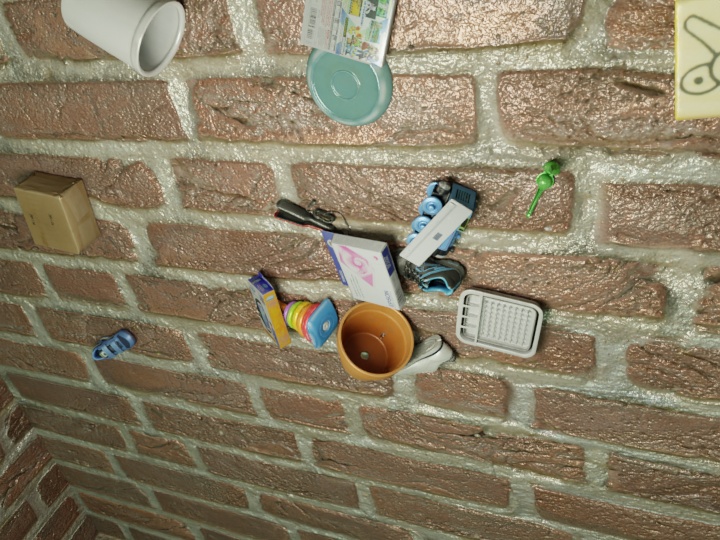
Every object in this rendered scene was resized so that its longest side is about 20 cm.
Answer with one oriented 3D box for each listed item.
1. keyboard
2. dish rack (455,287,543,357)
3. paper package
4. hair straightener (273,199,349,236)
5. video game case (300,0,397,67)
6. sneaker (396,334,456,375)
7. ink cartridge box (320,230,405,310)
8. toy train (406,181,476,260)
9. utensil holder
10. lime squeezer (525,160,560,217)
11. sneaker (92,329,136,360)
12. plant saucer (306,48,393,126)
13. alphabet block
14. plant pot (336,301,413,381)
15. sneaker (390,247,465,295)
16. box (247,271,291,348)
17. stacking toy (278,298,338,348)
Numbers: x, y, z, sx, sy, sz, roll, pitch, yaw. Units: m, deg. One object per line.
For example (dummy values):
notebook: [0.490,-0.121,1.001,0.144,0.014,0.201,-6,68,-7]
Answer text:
keyboard: [0.161,-0.079,1.462,0.056,0.011,0.200,24,134,-20]
dish rack: [0.334,0.118,1.616,0.197,0.044,0.174,13,129,17]
paper package: [-0.879,-0.170,1.956,0.188,0.104,0.202,12,131,20]
hair straightener: [-0.116,-0.131,1.645,0.198,0.041,0.078,23,133,8]
video game case: [-0.020,-0.514,1.292,0.180,0.022,0.202,20,123,11]
sneaker: [0.160,0.244,1.786,0.080,0.077,0.199,41,135,-22]
ink cartridge box: [0.000,0.000,1.644,0.198,0.043,0.198,11,141,33]
toy train: [0.177,-0.106,1.491,0.113,0.087,0.201,22,132,1]
utensil holder: [-0.504,-0.540,1.433,0.198,0.171,0.171,31,133,3]
lime squeezer: [0.375,-0.175,1.353,0.037,0.072,0.200,7,161,0]
sneaker: [-0.839,0.260,2.289,0.198,0.083,0.074,-22,113,35]
plant saucer: [-0.029,-0.391,1.407,0.197,0.028,0.202,13,130,16]
alphabet block: [0.581,-0.359,1.012,0.197,0.197,0.197,1,125,26]
plant pot: [0.025,0.200,1.747,0.198,0.201,0.140,30,149,1]
sneaker: [0.144,0.002,1.592,0.197,0.082,0.074,12,133,20]
box: [-0.254,0.103,1.854,0.119,0.041,0.202,34,146,54]
stacking toy: [-0.170,0.122,1.847,0.198,0.110,0.117,19,143,32]
